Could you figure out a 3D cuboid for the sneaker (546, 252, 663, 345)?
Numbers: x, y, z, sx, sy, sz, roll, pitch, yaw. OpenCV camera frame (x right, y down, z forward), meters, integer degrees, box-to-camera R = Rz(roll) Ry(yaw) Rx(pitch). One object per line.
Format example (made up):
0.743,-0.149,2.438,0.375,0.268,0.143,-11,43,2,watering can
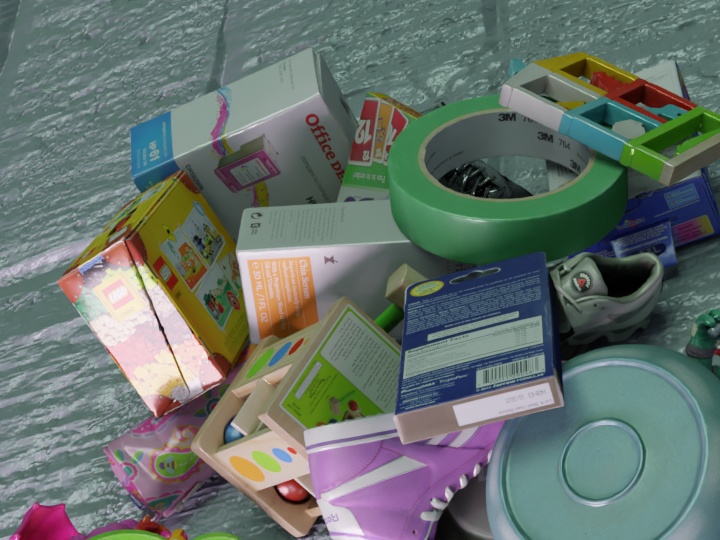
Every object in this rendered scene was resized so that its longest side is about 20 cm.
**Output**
0.155,0.024,1.463,0.200,0.089,0.074,-17,62,-22,sneaker

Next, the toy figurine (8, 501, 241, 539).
-0.212,0.244,1.510,0.200,0.151,0.184,-20,23,-23,toy figurine

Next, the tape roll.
0.123,-0.079,1.522,0.200,0.048,0.201,-3,35,2,tape roll

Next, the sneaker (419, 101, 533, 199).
0.092,-0.085,1.667,0.075,0.114,0.200,-43,40,-15,sneaker

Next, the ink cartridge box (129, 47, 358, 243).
-0.098,-0.100,1.723,0.200,0.145,0.085,-24,38,10,ink cartridge box

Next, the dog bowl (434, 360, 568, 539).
0.137,0.163,1.409,0.200,0.059,0.200,-18,39,15,dog bowl

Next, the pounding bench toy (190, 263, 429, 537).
-0.019,0.097,1.496,0.156,0.124,0.200,-27,25,56,pounding bench toy

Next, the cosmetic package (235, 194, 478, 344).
0.000,0.000,1.559,0.199,0.102,0.071,-4,34,6,cosmetic package

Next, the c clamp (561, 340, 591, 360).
0.097,0.067,1.567,0.200,0.027,0.171,-30,38,2,c clamp

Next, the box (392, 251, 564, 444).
0.090,0.054,1.370,0.121,0.032,0.200,-15,26,12,box

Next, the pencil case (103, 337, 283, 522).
-0.127,0.135,1.596,0.200,0.088,0.087,-37,38,-7,pencil case

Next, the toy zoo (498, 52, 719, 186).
0.208,-0.137,1.533,0.200,0.021,0.131,30,34,28,toy zoo

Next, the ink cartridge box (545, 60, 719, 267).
0.236,-0.080,1.599,0.136,0.076,0.200,-19,38,16,ink cartridge box

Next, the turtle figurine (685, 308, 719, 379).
0.281,0.112,1.342,0.200,0.150,0.101,-53,0,-23,turtle figurine

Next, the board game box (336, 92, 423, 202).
0.013,-0.053,1.654,0.030,0.201,0.095,2,20,-35,board game box

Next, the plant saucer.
0.174,0.139,1.282,0.200,0.027,0.201,-16,56,25,plant saucer

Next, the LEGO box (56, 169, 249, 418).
-0.167,0.016,1.599,0.077,0.149,0.200,-31,12,18,LEGO box

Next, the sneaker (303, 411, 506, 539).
0.064,0.156,1.376,0.200,0.073,0.115,-12,80,-8,sneaker
